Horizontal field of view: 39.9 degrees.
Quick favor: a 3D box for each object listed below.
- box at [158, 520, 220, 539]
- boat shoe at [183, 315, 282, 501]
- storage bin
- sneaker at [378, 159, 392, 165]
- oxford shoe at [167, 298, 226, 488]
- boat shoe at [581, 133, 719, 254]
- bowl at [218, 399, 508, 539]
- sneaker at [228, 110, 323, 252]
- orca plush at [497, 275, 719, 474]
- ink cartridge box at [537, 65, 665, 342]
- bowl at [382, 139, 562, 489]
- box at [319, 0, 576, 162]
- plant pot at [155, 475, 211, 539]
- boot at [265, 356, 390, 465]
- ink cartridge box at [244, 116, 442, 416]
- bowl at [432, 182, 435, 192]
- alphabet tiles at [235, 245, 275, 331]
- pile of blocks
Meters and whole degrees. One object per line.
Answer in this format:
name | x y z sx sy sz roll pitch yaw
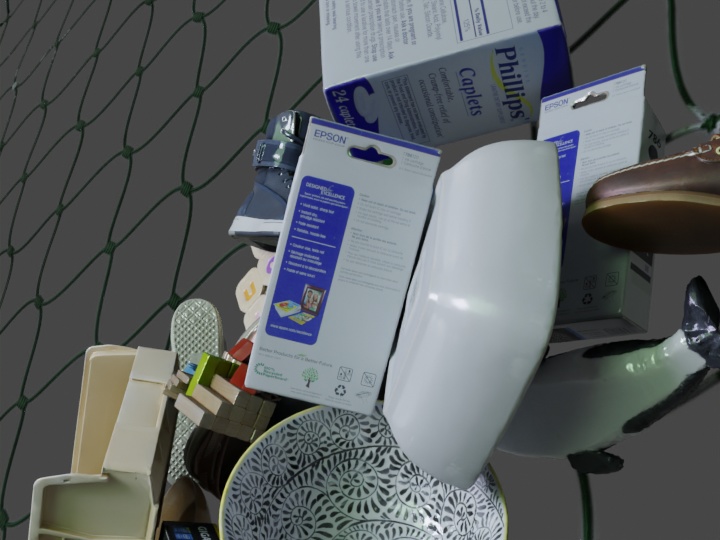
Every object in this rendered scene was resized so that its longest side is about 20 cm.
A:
box | -0.116 0.288 0.682 0.200 0.049 0.161 -151 71 -67
boat shoe | -0.094 0.128 0.930 0.072 0.075 0.201 41 109 50
storage bin | -0.213 0.193 0.835 0.200 0.093 0.200 -98 19 -66
sneaker | 0.044 -0.165 0.954 0.083 0.074 0.201 10 74 57
oxford shoe | -0.170 0.130 1.034 0.058 0.074 0.202 98 170 -64
boat shoe | 0.241 -0.053 0.623 0.198 0.070 0.071 -1 63 27
bowl | 0.003 0.199 0.712 0.199 0.095 0.202 -1 42 1
sneaker | -0.054 -0.089 0.993 0.202 0.077 0.147 13 78 56
orca plush | 0.163 0.062 0.657 0.071 0.105 0.200 -42 -9 -46
ink cartridge box | 0.171 -0.047 0.737 0.099 0.039 0.202 -11 60 47
bowl | 0.070 0.025 0.678 0.201 0.074 0.201 107 175 -46
box | 0.071 -0.209 0.861 0.198 0.105 0.185 -13 52 12
plant pot | -0.180 0.292 0.915 0.200 0.027 0.201 -53 24 36
boot | 0.018 0.101 0.818 0.200 0.097 0.075 -40 26 -13
ink cartridge box | -0.014 -0.003 0.714 0.039 0.099 0.202 -101 26 -77
bowl | 0.000 0.000 0.833 0.201 0.039 0.201 -51 -3 -4
alphabet tiles | -0.059 -0.021 1.030 0.200 0.015 0.196 -48 36 17
pile of blocks | -0.113 0.085 0.818 0.063 0.082 0.200 -66 11 -2
